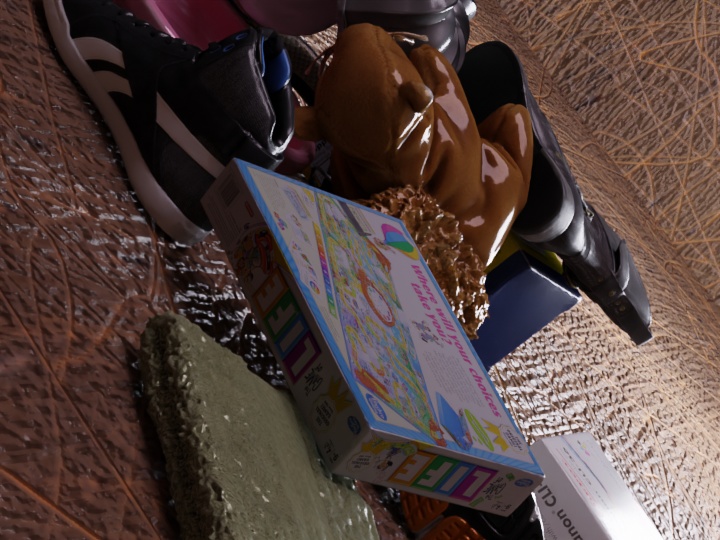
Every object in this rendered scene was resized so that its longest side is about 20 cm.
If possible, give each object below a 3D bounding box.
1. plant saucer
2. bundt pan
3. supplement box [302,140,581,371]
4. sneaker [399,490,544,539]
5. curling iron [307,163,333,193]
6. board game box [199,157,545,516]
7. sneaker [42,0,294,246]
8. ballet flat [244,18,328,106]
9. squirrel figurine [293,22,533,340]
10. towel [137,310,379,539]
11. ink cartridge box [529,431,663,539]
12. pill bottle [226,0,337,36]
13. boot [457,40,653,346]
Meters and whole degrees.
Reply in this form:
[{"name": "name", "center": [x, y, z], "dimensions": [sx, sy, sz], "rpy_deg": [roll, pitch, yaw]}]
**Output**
[{"name": "plant saucer", "center": [-0.109, -0.137, 1.304], "dimensions": [0.201, 0.051, 0.201], "rpy_deg": [50, 14, -17]}, {"name": "bundt pan", "center": [0.040, -0.208, 1.368], "dimensions": [0.202, 0.075, 0.204], "rpy_deg": [8, 90, -82]}, {"name": "supplement box", "center": [0.054, -0.036, 1.464], "dimensions": [0.201, 0.109, 0.109], "rpy_deg": [59, 15, 26]}, {"name": "sneaker", "center": [0.042, 0.098, 1.172], "dimensions": [0.201, 0.075, 0.092], "rpy_deg": [54, 9, 0]}, {"name": "curling iron", "center": [0.000, 0.000, 1.361], "dimensions": [0.050, 0.025, 0.201], "rpy_deg": [94, -20, -49]}, {"name": "board game box", "center": [0.005, 0.034, 1.064], "dimensions": [0.134, 0.034, 0.201], "rpy_deg": [19, 32, -42]}, {"name": "sneaker", "center": [-0.101, -0.120, 1.156], "dimensions": [0.201, 0.112, 0.073], "rpy_deg": [59, 14, 27]}, {"name": "ballet flat", "center": [-0.031, -0.130, 1.574], "dimensions": [0.200, 0.046, 0.067], "rpy_deg": [47, -4, -12]}, {"name": "squirrel figurine", "center": [0.026, -0.053, 1.254], "dimensions": [0.187, 0.140, 0.202], "rpy_deg": [58, 30, -63]}, {"name": "towel", "center": [-0.040, 0.115, 0.927], "dimensions": [0.148, 0.036, 0.201], "rpy_deg": [40, 19, -40]}, {"name": "ink cartridge box", "center": [0.137, 0.172, 1.302], "dimensions": [0.117, 0.067, 0.200], "rpy_deg": [55, 14, 12]}, {"name": "pill bottle", "center": [-0.083, -0.244, 1.453], "dimensions": [0.111, 0.111, 0.200], "rpy_deg": [43, -6, -35]}, {"name": "boot", "center": [0.137, -0.052, 1.432], "dimensions": [0.174, 0.069, 0.201], "rpy_deg": [41, 25, -49]}]
